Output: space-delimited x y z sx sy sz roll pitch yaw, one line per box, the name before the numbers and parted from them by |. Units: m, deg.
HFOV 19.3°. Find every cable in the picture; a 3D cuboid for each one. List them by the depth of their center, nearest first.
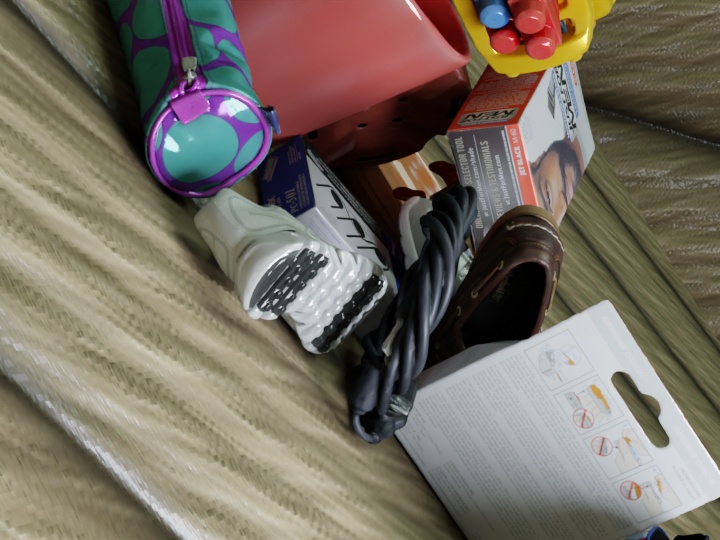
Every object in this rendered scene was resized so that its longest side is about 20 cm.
cable | 0.036 0.015 1.433 0.051 0.163 0.200 20 28 3

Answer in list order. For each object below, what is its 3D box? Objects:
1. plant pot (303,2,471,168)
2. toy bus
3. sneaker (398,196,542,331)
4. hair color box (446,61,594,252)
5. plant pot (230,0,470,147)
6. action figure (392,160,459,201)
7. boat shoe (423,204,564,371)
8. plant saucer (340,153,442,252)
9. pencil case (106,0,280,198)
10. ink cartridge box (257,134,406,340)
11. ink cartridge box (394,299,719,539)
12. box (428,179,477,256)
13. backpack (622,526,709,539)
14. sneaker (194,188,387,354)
plant pot | -0.005 -0.202 1.722 0.201 0.201 0.195 35 34 -59
toy bus | 0.127 -0.219 1.624 0.200 0.136 0.192 60 21 -47
sneaker | 0.098 0.022 1.589 0.200 0.082 0.075 56 15 -15
hair color box | 0.132 -0.104 1.697 0.200 0.064 0.111 -57 137 -57
plant pot | -0.045 -0.189 1.541 0.200 0.177 0.200 54 13 -18
action figure | 0.082 0.005 1.762 0.052 0.065 0.200 17 -43 48
boat shoe | 0.087 0.048 1.510 0.070 0.200 0.070 14 33 -9
plant saucer | 0.030 -0.072 1.851 0.200 0.037 0.200 52 15 -21
pencil case | -0.114 -0.142 1.385 0.092 0.085 0.200 82 -8 -45
ink cartridge box | 0.000 0.000 1.563 0.200 0.044 0.094 49 17 -34
ink cartridge box | 0.135 0.114 1.456 0.160 0.200 0.047 56 32 -9
box | 0.105 0.022 1.706 0.163 0.021 0.200 -33 114 -67
backpack | 0.199 0.271 1.439 0.200 0.154 0.190 64 20 -6
sneaker | -0.043 -0.003 1.370 0.081 0.075 0.200 43 1 23
